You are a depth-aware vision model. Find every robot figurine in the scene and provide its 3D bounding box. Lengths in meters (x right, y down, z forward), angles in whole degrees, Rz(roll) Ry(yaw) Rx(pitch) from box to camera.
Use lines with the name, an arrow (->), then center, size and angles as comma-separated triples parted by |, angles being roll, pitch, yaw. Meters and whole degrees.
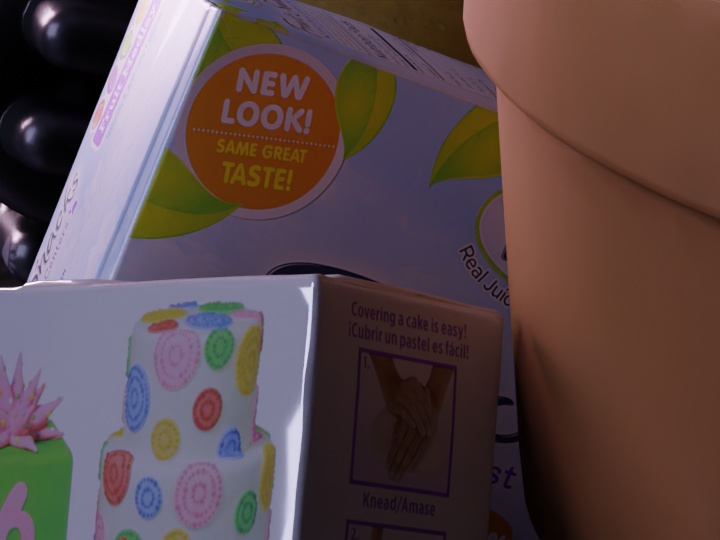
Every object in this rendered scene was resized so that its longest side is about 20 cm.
robot figurine -> -0.119, -0.087, 1.215 | 0.150, 0.125, 0.200 | -41, 24, -5

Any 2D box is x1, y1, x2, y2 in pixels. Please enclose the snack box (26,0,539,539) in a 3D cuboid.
snack box -> 0.016, 0.037, 0.721 | 0.169, 0.199, 0.068 | -67, 24, 10

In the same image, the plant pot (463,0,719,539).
plant pot -> 0.109, -0.005, 0.580 | 0.200, 0.199, 0.141 | -121, 37, -60

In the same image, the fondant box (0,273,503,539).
fondant box -> -0.048, 0.104, 0.587 | 0.144, 0.058, 0.201 | -2, 81, 44

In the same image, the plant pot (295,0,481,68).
plant pot -> 0.000, 0.000, 0.836 | 0.200, 0.142, 0.201 | -158, 90, -78
